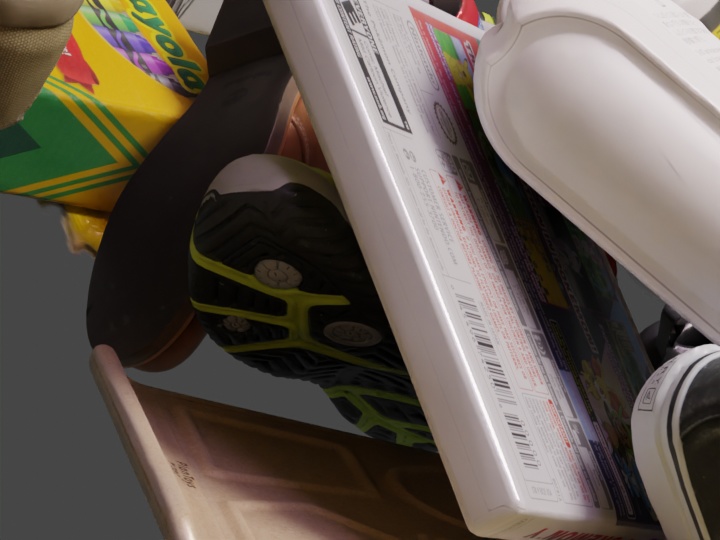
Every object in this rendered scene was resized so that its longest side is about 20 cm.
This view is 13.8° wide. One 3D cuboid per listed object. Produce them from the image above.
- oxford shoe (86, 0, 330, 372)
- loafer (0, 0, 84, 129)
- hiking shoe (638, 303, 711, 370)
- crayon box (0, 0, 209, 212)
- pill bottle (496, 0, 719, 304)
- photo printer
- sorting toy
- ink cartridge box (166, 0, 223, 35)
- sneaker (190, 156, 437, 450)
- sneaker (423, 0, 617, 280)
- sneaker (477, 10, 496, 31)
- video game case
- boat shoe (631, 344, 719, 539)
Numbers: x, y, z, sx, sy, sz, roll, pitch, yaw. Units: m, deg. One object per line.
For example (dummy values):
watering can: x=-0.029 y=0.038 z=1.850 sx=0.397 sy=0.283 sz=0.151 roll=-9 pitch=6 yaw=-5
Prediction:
oxford shoe: x=-0.035 y=-0.033 z=1.084 sx=0.071 sy=0.071 sz=0.201 roll=52 pitch=50 yaw=-32
loafer: x=-0.159 y=-0.110 z=1.011 sx=0.076 sy=0.068 sz=0.200 roll=4 pitch=24 yaw=-32
hiking shoe: x=0.165 y=0.056 z=1.196 sx=0.199 sy=0.101 sz=0.076 roll=2 pitch=41 yaw=-50
crayon box: x=-0.126 y=-0.083 z=1.130 sx=0.199 sy=0.051 sz=0.127 roll=9 pitch=36 yaw=-45
pill bottle: x=0.147 y=-0.054 z=1.282 sx=0.200 sy=0.111 sz=0.112 roll=57 pitch=13 yaw=-31
photo printer: x=0.126 y=-0.025 z=1.005 sx=0.200 sy=0.070 sz=0.166 roll=41 pitch=13 yaw=7
sorting toy: x=0.012 y=0.091 z=0.952 sx=0.199 sy=0.037 sz=0.185 roll=19 pitch=11 yaw=-18
ink cartridge box: x=-0.090 y=-0.174 z=1.284 sx=0.199 sy=0.084 sz=0.145 roll=11 pitch=29 yaw=-41
sneaker: x=0.000 y=0.000 z=1.029 sx=0.200 sy=0.075 sz=0.077 roll=45 pitch=48 yaw=-58
sneaker: x=0.052 y=-0.052 z=1.226 sx=0.199 sy=0.113 sz=0.071 roll=20 pitch=26 yaw=-35
sneaker: x=0.091 y=-0.062 z=1.358 sx=0.199 sy=0.076 sz=0.077 roll=6 pitch=44 yaw=-30
video game case: x=0.045 y=-0.002 z=0.987 sx=0.182 sy=0.023 sz=0.201 roll=16 pitch=49 yaw=-63
boat shoe: x=0.151 y=0.114 z=0.927 sx=0.201 sy=0.072 sz=0.071 roll=57 pitch=-24 yaw=-19
